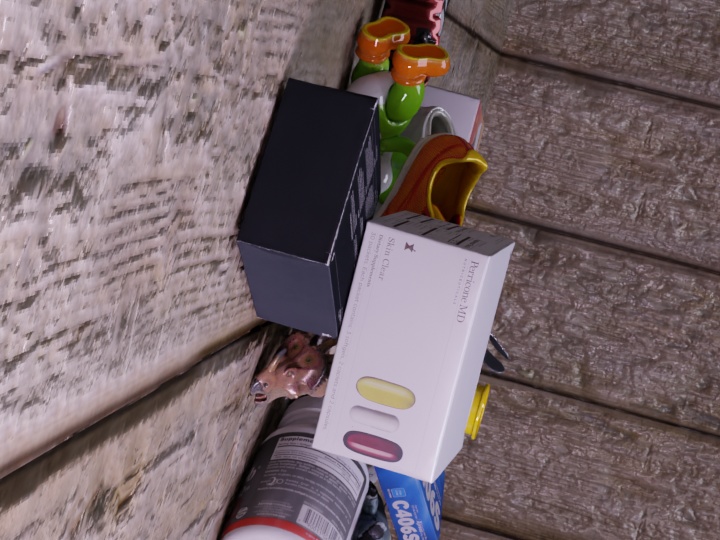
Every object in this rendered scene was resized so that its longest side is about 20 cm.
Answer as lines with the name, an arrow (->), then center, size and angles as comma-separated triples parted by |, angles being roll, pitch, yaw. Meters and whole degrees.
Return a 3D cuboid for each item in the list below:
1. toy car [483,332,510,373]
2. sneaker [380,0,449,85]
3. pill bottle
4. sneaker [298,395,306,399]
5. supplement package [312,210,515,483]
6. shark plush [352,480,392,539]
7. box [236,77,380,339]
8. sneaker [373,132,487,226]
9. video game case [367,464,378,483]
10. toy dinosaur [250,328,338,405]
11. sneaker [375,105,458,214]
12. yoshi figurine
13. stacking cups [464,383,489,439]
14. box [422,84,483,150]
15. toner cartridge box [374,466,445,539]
toy car -> 0.086, 0.062, 2.032 | 0.158, 0.200, 0.164 | -59, 176, 14
sneaker -> 0.054, -0.256, 1.707 | 0.098, 0.071, 0.201 | -56, 158, -65
pill bottle -> -0.056, 0.220, 1.640 | 0.200, 0.115, 0.116 | -68, 170, -49
sneaker -> -0.061, 0.193, 1.778 | 0.200, 0.070, 0.090 | -76, 174, -53
supplement package -> 0.049, 0.061, 1.499 | 0.156, 0.110, 0.201 | -24, 128, -76
shark plush -> -0.003, 0.248, 1.708 | 0.200, 0.090, 0.084 | 42, 59, -80
box -> -0.037, -0.044, 1.380 | 0.200, 0.078, 0.142 | 87, 16, -71
sneaker -> 0.049, -0.031, 1.600 | 0.077, 0.073, 0.201 | 40, -70, 52
video game case -> 0.030, 0.184, 1.979 | 0.182, 0.023, 0.200 | -36, -168, -7
toy dinosaur -> -0.038, 0.064, 1.624 | 0.136, 0.085, 0.201 | 86, 13, -50
sneaker -> 0.049, -0.070, 1.751 | 0.073, 0.115, 0.201 | -6, 98, -42
yoshi figurine -> 0.032, -0.135, 1.655 | 0.113, 0.111, 0.201 | -79, -176, -59
stacking cups -> 0.033, 0.116, 1.789 | 0.061, 0.199, 0.061 | 17, 90, -81
box -> 0.076, -0.127, 2.029 | 0.200, 0.106, 0.153 | 32, 73, -84
toner cartridge box -> 0.044, 0.178, 1.722 | 0.095, 0.043, 0.200 | -83, 163, -44
